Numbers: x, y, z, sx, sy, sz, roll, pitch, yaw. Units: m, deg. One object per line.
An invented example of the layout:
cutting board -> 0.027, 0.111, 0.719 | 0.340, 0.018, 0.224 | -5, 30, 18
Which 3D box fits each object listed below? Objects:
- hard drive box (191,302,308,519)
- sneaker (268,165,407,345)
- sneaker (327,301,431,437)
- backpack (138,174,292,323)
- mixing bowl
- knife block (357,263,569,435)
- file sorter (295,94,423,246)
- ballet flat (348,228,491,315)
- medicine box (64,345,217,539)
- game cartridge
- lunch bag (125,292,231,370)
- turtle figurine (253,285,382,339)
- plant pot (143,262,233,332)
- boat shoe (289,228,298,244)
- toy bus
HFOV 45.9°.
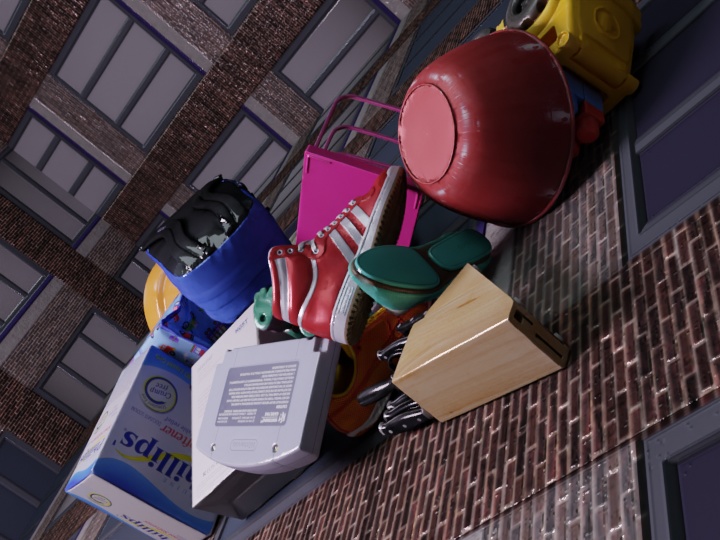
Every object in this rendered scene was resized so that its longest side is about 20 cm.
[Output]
hard drive box -> -0.135, 0.168, 1.028 | 0.156, 0.076, 0.203 | -43, 40, 32
sneaker -> -0.025, -0.029, 0.871 | 0.072, 0.110, 0.203 | 66, -140, -57
sneaker -> 0.018, 0.076, 0.907 | 0.073, 0.077, 0.202 | -33, 22, 55
backpack -> -0.167, -0.021, 1.117 | 0.163, 0.168, 0.199 | -49, 26, -8
mixing bowl -> 0.107, -0.140, 0.853 | 0.199, 0.107, 0.205 | 17, 111, 57
knife block -> 0.072, 0.088, 0.730 | 0.177, 0.064, 0.200 | -52, 15, 5
file sorter -> 0.009, -0.089, 1.032 | 0.202, 0.136, 0.127 | 101, -172, -50
ballet flat -> 0.057, 0.011, 0.837 | 0.198, 0.067, 0.071 | -15, -38, -45
medicine box -> -0.265, 0.241, 1.154 | 0.103, 0.181, 0.202 | -37, 27, 42
game cartridge -> -0.100, 0.144, 0.895 | 0.198, 0.041, 0.136 | -12, 63, 48
lunch bag -> -0.220, 0.143, 1.243 | 0.151, 0.199, 0.095 | -44, 13, 41
turtle figurine -> -0.031, 0.063, 0.986 | 0.147, 0.199, 0.103 | -14, 74, 24
plant pot -> -0.213, 0.038, 1.330 | 0.182, 0.200, 0.202 | -18, 35, 53
boat shoe -> -0.062, -0.057, 1.345 | 0.203, 0.071, 0.061 | -54, -14, -34
toy bus -> 0.198, -0.190, 0.909 | 0.200, 0.134, 0.195 | -40, 34, 46
